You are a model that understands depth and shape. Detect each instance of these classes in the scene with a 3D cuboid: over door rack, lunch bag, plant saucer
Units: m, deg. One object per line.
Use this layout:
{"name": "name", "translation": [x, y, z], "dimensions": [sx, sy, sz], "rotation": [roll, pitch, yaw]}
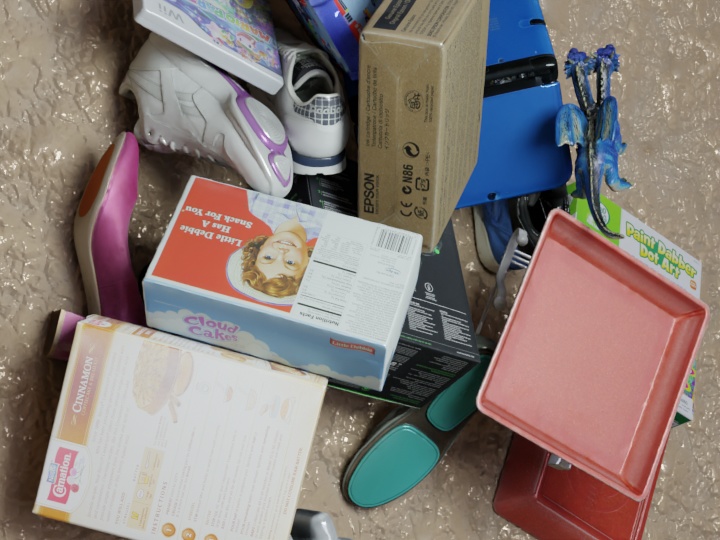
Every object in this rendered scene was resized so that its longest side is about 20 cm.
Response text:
{"name": "over door rack", "translation": [0.176, 0.081, 1.507], "dimensions": [0.147, 0.067, 0.202], "rotation": [24, 92, -9]}
{"name": "lunch bag", "translation": [-0.030, -0.253, 1.370], "dimensions": [0.094, 0.200, 0.151], "rotation": [-29, 107, 8]}
{"name": "plant saucer", "translation": [0.208, 0.078, 1.434], "dimensions": [0.199, 0.037, 0.201], "rotation": [30, 73, -21]}
{"name": "plant saucer", "translation": [0.243, 0.198, 1.629], "dimensions": [0.199, 0.037, 0.201], "rotation": [34, 63, -29]}

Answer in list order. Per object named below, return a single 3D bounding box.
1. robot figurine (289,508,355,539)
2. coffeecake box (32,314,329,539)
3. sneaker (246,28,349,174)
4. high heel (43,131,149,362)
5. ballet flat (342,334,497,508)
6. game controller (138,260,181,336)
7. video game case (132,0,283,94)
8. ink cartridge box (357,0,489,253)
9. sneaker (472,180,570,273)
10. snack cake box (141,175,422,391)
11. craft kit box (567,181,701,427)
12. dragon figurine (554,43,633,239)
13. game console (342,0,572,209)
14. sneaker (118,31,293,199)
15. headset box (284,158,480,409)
{"name": "robot figurine", "translation": [-0.033, 0.308, 1.349], "dimensions": [0.168, 0.113, 0.202], "rotation": [-19, 94, -22]}
{"name": "coffeecake box", "translation": [-0.139, 0.135, 1.235], "dimensions": [0.198, 0.073, 0.155], "rotation": [15, 94, 0]}
{"name": "sneaker", "translation": [-0.051, -0.168, 1.378], "dimensions": [0.076, 0.201, 0.081], "rotation": [-10, 130, -16]}
{"name": "high heel", "translation": [-0.191, -0.009, 1.303], "dimensions": [0.095, 0.067, 0.202], "rotation": [18, 77, -24]}
{"name": "ballet flat", "translation": [0.060, 0.140, 1.461], "dimensions": [0.067, 0.064, 0.200], "rotation": [43, 97, -17]}
{"name": "game controller", "translation": [-0.113, 0.065, 1.313], "dimensions": [0.104, 0.042, 0.201], "rotation": [-25, 76, 5]}
{"name": "video game case", "translation": [-0.136, -0.248, 1.356], "dimensions": [0.142, 0.018, 0.201], "rotation": [26, 35, -32]}
{"name": "ink cartridge box", "translation": [0.054, -0.144, 1.341], "dimensions": [0.165, 0.074, 0.202], "rotation": [-62, 158, -53]}
{"name": "sneaker", "translation": [0.151, -0.102, 1.560], "dimensions": [0.076, 0.111, 0.202], "rotation": [-13, 90, -38]}
{"name": "snack cake box", "translation": [-0.060, 0.009, 1.248], "dimensions": [0.198, 0.067, 0.116], "rotation": [15, 55, 7]}
{"name": "craft kit box", "translation": [0.276, 0.037, 1.652], "dimensions": [0.199, 0.048, 0.199], "rotation": [30, 52, -29]}
{"name": "dragon figurine", "translation": [0.211, -0.121, 1.432], "dimensions": [0.201, 0.058, 0.100], "rotation": [-77, 153, -43]}
{"name": "game console", "translation": [0.088, -0.162, 1.505], "dimensions": [0.198, 0.119, 0.172], "rotation": [-11, 55, 1]}
{"name": "sneaker", "translation": [-0.129, -0.118, 1.320], "dimensions": [0.200, 0.100, 0.075], "rotation": [50, 14, 27]}
{"name": "headset box", "translation": [0.000, 0.000, 1.401], "dimensions": [0.173, 0.093, 0.202], "rotation": [17, 49, -35]}
